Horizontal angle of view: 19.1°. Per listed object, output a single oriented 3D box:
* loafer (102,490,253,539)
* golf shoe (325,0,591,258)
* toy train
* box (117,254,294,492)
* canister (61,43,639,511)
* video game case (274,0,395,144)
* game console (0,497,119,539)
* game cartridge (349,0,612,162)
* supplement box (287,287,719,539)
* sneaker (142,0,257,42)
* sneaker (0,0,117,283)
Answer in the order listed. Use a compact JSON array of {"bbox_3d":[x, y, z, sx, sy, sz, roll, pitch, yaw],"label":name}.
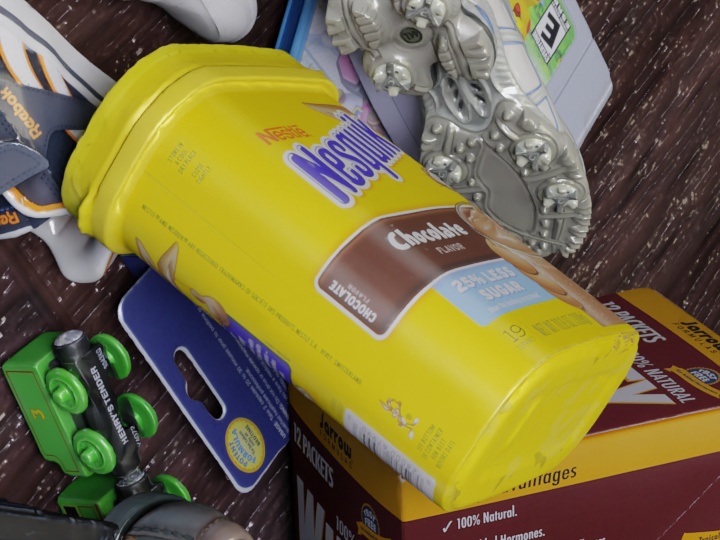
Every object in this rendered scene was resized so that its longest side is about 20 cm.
[{"bbox_3d":[-0.058,0.186,0.828,0.072,0.063,0.201,-21,106,-42],"label":"loafer"},{"bbox_3d":[0.055,-0.088,0.947,0.200,0.078,0.097,60,30,-43],"label":"golf shoe"},{"bbox_3d":[-0.100,0.114,0.937,0.042,0.056,0.200,-40,118,-42],"label":"toy train"},{"bbox_3d":[-0.037,-0.006,1.009,0.200,0.032,0.121,-52,125,-33],"label":"box"},{"bbox_3d":[0.000,0.000,0.852,0.087,0.200,0.148,-58,160,18],"label":"canister"},{"bbox_3d":[0.016,-0.093,1.028,0.143,0.018,0.200,31,68,-43],"label":"video game case"},{"bbox_3d":[-0.201,0.030,0.749,0.200,0.176,0.117,14,81,-44],"label":"game console"},{"bbox_3d":[0.052,-0.114,1.023,0.133,0.040,0.200,-55,131,-29],"label":"game cartridge"},{"bbox_3d":[0.082,0.137,0.990,0.197,0.133,0.201,-10,113,-20],"label":"supplement box"},{"bbox_3d":[-0.130,-0.145,0.900,0.200,0.075,0.100,37,80,-34],"label":"sneaker"},{"bbox_3d":[-0.155,-0.063,0.860,0.200,0.078,0.080,35,62,-41],"label":"sneaker"}]
